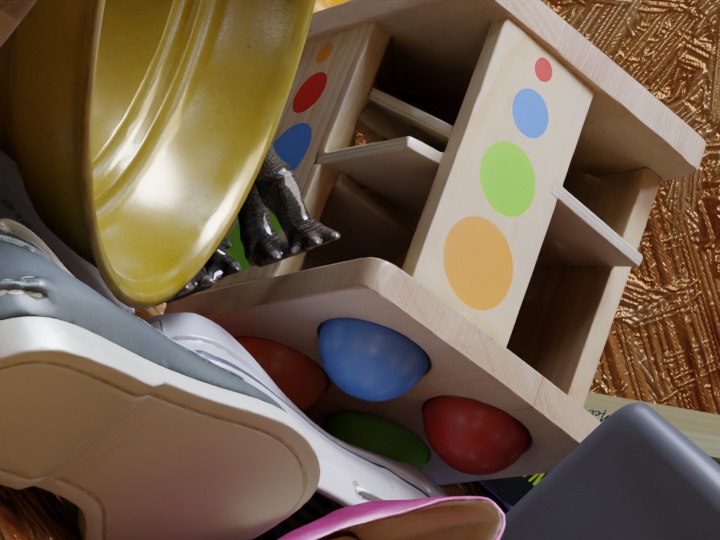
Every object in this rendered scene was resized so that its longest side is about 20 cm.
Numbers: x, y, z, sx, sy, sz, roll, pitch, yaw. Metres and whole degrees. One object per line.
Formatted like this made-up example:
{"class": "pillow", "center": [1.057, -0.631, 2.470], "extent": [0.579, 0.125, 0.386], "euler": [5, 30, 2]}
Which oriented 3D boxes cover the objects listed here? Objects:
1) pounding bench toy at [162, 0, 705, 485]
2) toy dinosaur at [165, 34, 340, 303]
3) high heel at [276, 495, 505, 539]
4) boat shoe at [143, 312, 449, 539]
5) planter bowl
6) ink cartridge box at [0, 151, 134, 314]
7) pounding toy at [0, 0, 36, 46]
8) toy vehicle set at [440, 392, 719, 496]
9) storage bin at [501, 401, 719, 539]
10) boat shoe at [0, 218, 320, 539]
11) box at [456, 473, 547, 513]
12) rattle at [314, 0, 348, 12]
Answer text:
{"class": "pounding bench toy", "center": [0.000, 0.000, 1.123], "extent": [0.124, 0.156, 0.200], "euler": [37, -30, -30]}
{"class": "toy dinosaur", "center": [-0.059, -0.045, 1.017], "extent": [0.200, 0.077, 0.102], "euler": [-57, 127, -87]}
{"class": "high heel", "center": [-0.004, 0.101, 0.896], "extent": [0.067, 0.096, 0.200], "euler": [57, 5, 11]}
{"class": "boat shoe", "center": [-0.021, 0.094, 1.028], "extent": [0.200, 0.074, 0.067], "euler": [38, 23, -38]}
{"class": "planter bowl", "center": [-0.075, -0.096, 0.858], "extent": [0.083, 0.201, 0.200], "euler": [15, -6, 14]}
{"class": "ink cartridge box", "center": [-0.158, -0.083, 0.936], "extent": [0.200, 0.044, 0.174], "euler": [52, 6, -41]}
{"class": "pounding toy", "center": [-0.126, -0.134, 0.712], "extent": [0.184, 0.142, 0.200], "euler": [30, 19, -33]}
{"class": "toy vehicle set", "center": [0.097, 0.107, 1.306], "extent": [0.027, 0.200, 0.124], "euler": [-53, 140, -41]}
{"class": "storage bin", "center": [0.091, 0.151, 1.012], "extent": [0.134, 0.200, 0.146], "euler": [48, 0, 27]}
{"class": "boat shoe", "center": [-0.071, 0.034, 0.844], "extent": [0.062, 0.073, 0.200], "euler": [62, 12, 26]}
{"class": "box", "center": [0.118, 0.148, 1.195], "extent": [0.200, 0.047, 0.193], "euler": [54, -8, -19]}
{"class": "rattle", "center": [-0.017, -0.010, 1.328], "extent": [0.200, 0.143, 0.130], "euler": [52, -17, 39]}
